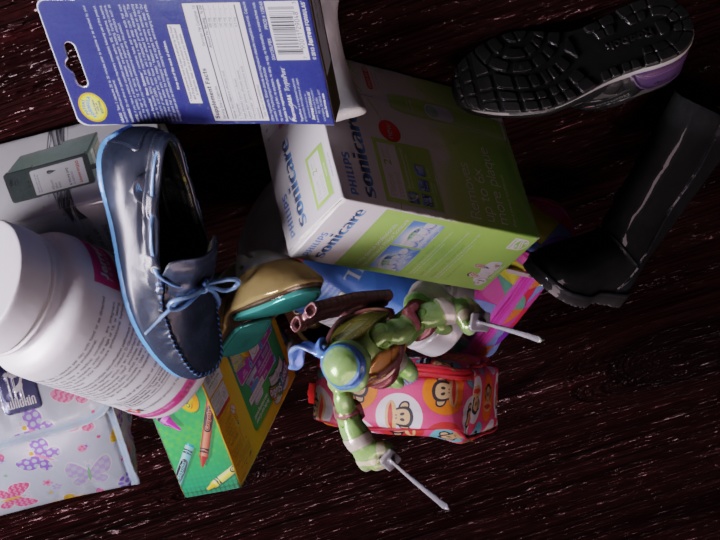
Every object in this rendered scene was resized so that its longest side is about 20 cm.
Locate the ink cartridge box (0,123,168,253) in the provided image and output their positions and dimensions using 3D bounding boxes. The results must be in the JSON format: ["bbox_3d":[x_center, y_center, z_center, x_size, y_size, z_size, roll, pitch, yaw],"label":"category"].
[{"bbox_3d":[-0.235,-0.040,1.239,0.198,0.085,0.146,-14,149,0],"label":"ink cartridge box"}]

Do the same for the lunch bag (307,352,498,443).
[{"bbox_3d":[0.036,0.118,1.463,0.174,0.083,0.200,2,177,16],"label":"lunch bag"}]

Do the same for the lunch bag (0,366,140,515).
[{"bbox_3d":[-0.311,0.126,1.442,0.167,0.128,0.202,-12,130,-5],"label":"lunch bag"}]

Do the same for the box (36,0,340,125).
[{"bbox_3d":[-0.120,-0.156,1.082,0.197,0.033,0.122,0,138,11],"label":"box"}]

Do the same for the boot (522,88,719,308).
[{"bbox_3d":[0.241,-0.065,1.337,0.201,0.066,0.164,-56,154,18],"label":"boot"}]

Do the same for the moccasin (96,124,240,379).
[{"bbox_3d":[-0.140,-0.008,1.129,0.068,0.080,0.202,-1,119,35],"label":"moccasin"}]

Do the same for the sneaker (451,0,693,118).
[{"bbox_3d":[0.173,-0.151,1.243,0.198,0.077,0.088,-13,156,-1],"label":"sneaker"}]

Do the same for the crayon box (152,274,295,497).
[{"bbox_3d":[-0.124,0.096,1.366,0.058,0.200,0.120,-12,112,18],"label":"crayon box"}]

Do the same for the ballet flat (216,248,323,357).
[{"bbox_3d":[-0.087,0.017,1.214,0.068,0.064,0.200,-11,168,-27],"label":"ballet flat"}]

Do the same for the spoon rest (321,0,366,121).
[{"bbox_3d":[-0.034,-0.201,1.089,0.098,0.061,0.201,-13,134,-3],"label":"spoon rest"}]

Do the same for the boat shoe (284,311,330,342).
[{"bbox_3d":[-0.042,0.022,1.442,0.071,0.069,0.200,-18,149,9],"label":"boat shoe"}]

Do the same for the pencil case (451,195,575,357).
[{"bbox_3d":[0.136,0.010,1.485,0.087,0.089,0.200,0,148,-22],"label":"pencil case"}]

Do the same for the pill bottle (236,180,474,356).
[{"bbox_3d":[0.000,0.000,1.335,0.199,0.113,0.112,26,134,-28],"label":"pill bottle"}]

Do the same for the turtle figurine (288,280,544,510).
[{"bbox_3d":[0.047,0.087,1.202,0.197,0.146,0.194,7,-168,10],"label":"turtle figurine"}]

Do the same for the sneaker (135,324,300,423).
[{"bbox_3d":[-0.156,0.092,1.527,0.198,0.076,0.077,-23,122,21],"label":"sneaker"}]

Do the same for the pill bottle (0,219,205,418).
[{"bbox_3d":[-0.216,0.038,1.178,0.113,0.114,0.199,-31,146,27],"label":"pill bottle"}]

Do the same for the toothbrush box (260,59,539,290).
[{"bbox_3d":[0.030,-0.078,1.228,0.198,0.147,0.086,9,143,-33],"label":"toothbrush box"}]
